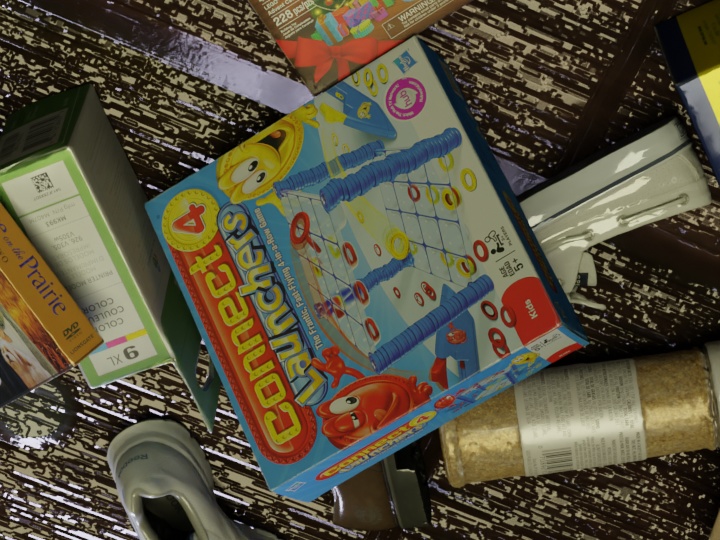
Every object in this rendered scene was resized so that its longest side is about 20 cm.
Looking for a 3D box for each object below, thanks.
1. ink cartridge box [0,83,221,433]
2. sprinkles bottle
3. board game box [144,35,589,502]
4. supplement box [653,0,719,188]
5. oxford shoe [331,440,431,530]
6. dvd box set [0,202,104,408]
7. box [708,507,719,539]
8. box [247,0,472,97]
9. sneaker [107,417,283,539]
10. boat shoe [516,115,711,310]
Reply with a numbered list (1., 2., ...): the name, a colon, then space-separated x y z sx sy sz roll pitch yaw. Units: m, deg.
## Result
1. ink cartridge box: -0.150 0.001 1.303 0.059 0.104 0.200 -21 113 10
2. sprinkles bottle: 0.149 0.089 1.361 0.199 0.068 0.068 -9 114 4
3. board game box: 0.000 0.000 1.266 0.195 0.056 0.200 -31 69 13
4. supplement box: 0.284 -0.118 1.245 0.199 0.110 0.109 -22 113 11
5. oxford shoe: -0.015 0.081 1.357 0.084 0.073 0.201 -10 113 9
6. dvd box set: -0.245 -0.014 1.268 0.200 0.029 0.146 54 146 -7
7. box: 0.283 0.132 1.327 0.095 0.078 0.200 38 138 29
8. box: 0.019 -0.208 1.243 0.200 0.039 0.137 -31 110 13
9. sneaker: -0.096 0.189 1.398 0.074 0.087 0.200 -37 110 13
10. boat shoe: 0.121 -0.009 1.311 0.202 0.075 0.086 -28 94 5
